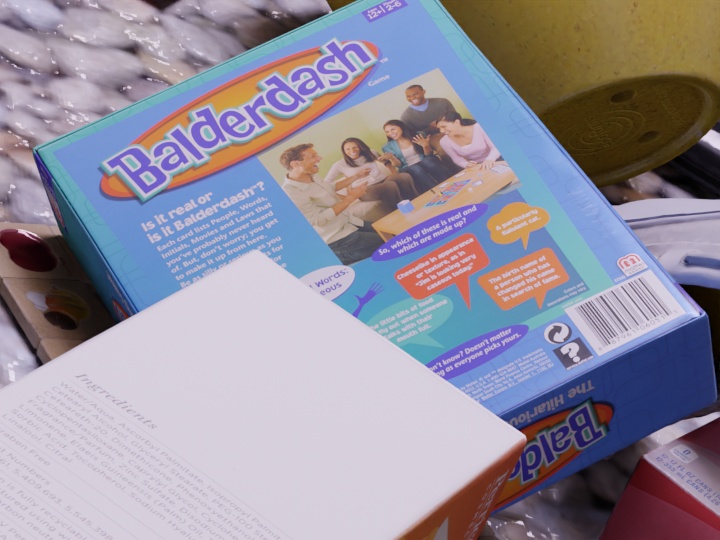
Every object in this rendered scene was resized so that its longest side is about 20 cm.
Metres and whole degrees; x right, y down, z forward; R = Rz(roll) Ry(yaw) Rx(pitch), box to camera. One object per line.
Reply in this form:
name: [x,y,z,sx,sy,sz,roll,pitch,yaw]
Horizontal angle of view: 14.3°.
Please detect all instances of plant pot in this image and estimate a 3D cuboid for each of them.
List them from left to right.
plant pot: [0.080,-0.116,1.170,0.199,0.200,0.143,2,61,-37]

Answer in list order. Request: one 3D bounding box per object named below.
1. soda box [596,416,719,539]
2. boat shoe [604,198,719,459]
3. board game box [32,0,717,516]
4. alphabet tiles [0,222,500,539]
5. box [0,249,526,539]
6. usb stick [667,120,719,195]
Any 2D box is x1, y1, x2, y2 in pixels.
soda box: [0.168,0.132,0.916,0.200,0.064,0.070,37,29,22]
boat shoe: [0.098,0.026,0.973,0.086,0.202,0.075,-36,102,-27]
board game box: [0.000,0.000,0.929,0.151,0.045,0.200,-25,46,-11]
alphabet tiles: [-0.025,0.048,0.964,0.166,0.008,0.200,4,35,-36]
box: [-0.060,0.094,0.727,0.097,0.125,0.200,34,29,15]
usb stick: [0.174,-0.045,1.264,0.199,0.033,0.055,33,35,14]
